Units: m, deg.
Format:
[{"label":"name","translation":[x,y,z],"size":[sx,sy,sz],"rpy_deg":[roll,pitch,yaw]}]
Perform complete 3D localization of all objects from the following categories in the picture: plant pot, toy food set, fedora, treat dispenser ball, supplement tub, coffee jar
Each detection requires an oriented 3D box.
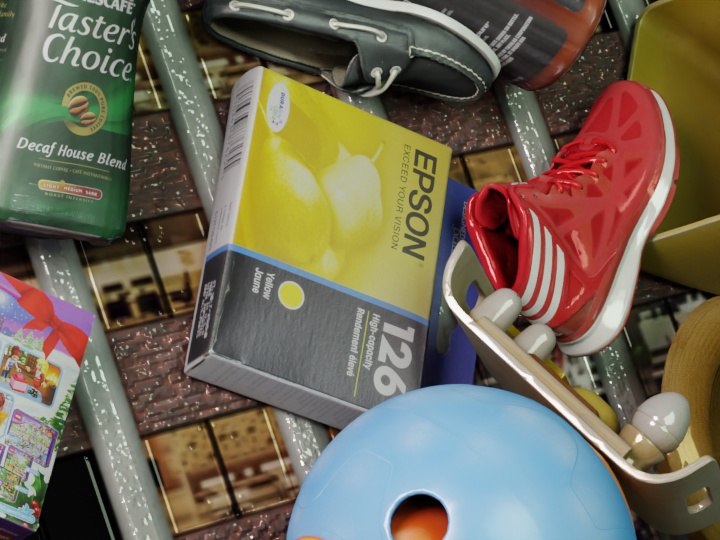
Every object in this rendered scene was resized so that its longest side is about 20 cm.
[{"label":"plant pot","translation":[0.303,-0.079,1.761],"size":[0.176,0.200,0.200],"rpy_deg":[32,56,-34]},{"label":"toy food set","translation":[0.137,0.070,1.576],"size":[0.060,0.144,0.200],"rpy_deg":[-45,70,-4]},{"label":"fedora","translation":[0.249,0.116,1.706],"size":[0.200,0.082,0.201],"rpy_deg":[16,59,-29]},{"label":"treat dispenser ball","translation":[0.057,0.165,1.486],"size":[0.201,0.201,0.201],"rpy_deg":[13,65,-29]},{"label":"supplement tub","translation":[0.054,-0.201,1.687],"size":[0.200,0.107,0.107],"rpy_deg":[26,59,-23]},{"label":"coffee jar","translation":[-0.172,-0.119,1.485],"size":[0.104,0.085,0.200],"rpy_deg":[9,86,-29]}]

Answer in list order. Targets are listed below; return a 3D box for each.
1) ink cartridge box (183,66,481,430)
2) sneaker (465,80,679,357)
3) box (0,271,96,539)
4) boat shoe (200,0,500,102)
[{"label":"ink cartridge box","translation":[0.000,0.000,1.613],"size":[0.200,0.047,0.198],"rpy_deg":[20,61,-23]},{"label":"sneaker","translation":[0.135,-0.056,1.689],"size":[0.115,0.078,0.200],"rpy_deg":[35,54,-35]},{"label":"box","translation":[-0.252,0.050,1.430],"size":[0.200,0.039,0.137],"rpy_deg":[26,60,-22]},{"label":"boat shoe","translation":[-0.008,-0.140,1.648],"size":[0.200,0.076,0.060],"rpy_deg":[19,61,-13]}]
